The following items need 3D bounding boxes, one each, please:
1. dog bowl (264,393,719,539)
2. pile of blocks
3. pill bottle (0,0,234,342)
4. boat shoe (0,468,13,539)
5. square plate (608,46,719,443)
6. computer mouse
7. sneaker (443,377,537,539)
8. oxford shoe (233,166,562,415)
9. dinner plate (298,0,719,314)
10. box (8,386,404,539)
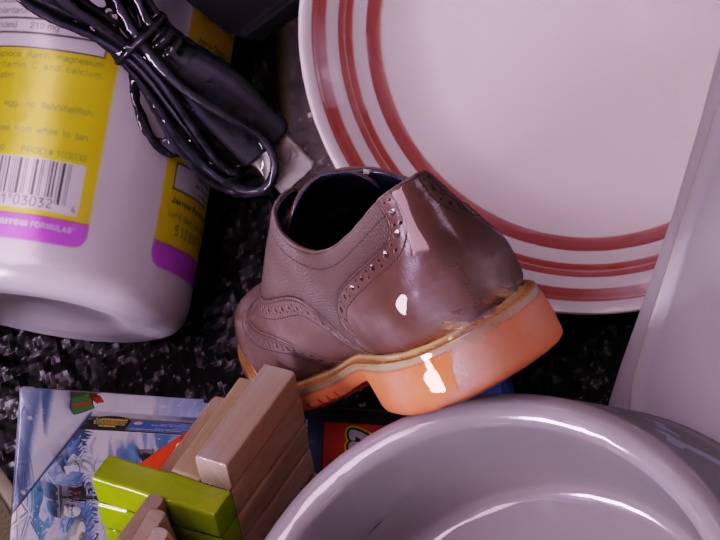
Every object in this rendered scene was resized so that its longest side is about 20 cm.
[{"bbox_3d":[0.045,0.128,0.811,0.199,0.059,0.201,-10,67,23],"label":"dog bowl"},{"bbox_3d":[-0.080,0.119,0.859,0.062,0.082,0.201,13,70,25],"label":"pile of blocks"},{"bbox_3d":[-0.099,-0.081,1.002,0.104,0.104,0.201,3,77,27],"label":"pill bottle"},{"bbox_3d":[-0.114,0.155,0.964,0.075,0.068,0.201,-21,80,-18],"label":"boat shoe"},{"bbox_3d":[0.151,0.023,0.820,0.198,0.028,0.201,40,124,44],"label":"square plate"},{"bbox_3d":[-0.023,-0.136,0.962,0.200,0.138,0.053,-53,19,-24],"label":"computer mouse"},{"bbox_3d":[0.080,0.107,0.881,0.111,0.077,0.201,-14,62,14],"label":"sneaker"},{"bbox_3d":[0.000,0.000,0.881,0.071,0.200,0.073,-31,99,-21],"label":"oxford shoe"},{"bbox_3d":[0.079,-0.083,0.935,0.199,0.024,0.201,-1,82,5],"label":"dinner plate"},{"bbox_3d":[-0.053,0.143,0.918,0.136,0.040,0.201,5,75,-6],"label":"box"}]
